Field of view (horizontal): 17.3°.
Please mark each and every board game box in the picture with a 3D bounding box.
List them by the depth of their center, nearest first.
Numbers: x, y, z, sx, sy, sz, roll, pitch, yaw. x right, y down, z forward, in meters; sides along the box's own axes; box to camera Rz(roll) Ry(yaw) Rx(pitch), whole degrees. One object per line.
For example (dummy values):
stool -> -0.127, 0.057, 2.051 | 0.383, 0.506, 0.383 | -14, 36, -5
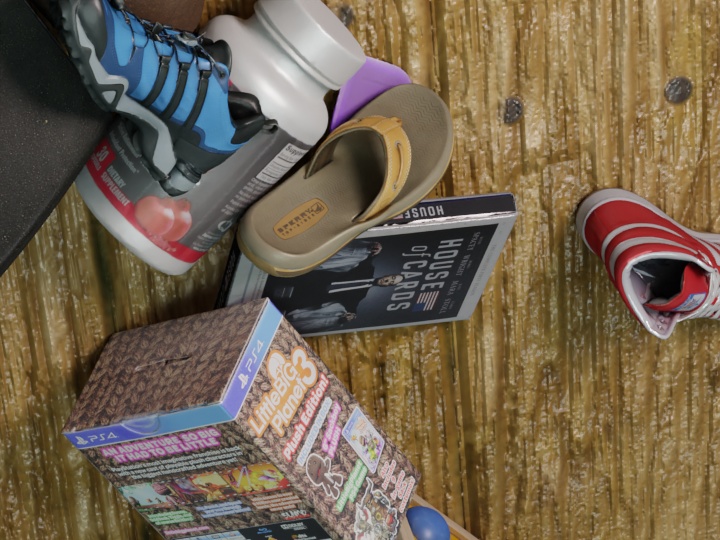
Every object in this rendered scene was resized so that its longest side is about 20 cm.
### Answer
board game box -> -0.084, 0.132, 1.699 | 0.159, 0.097, 0.200 | -12, 130, 38

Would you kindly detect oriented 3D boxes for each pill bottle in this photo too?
pill bottle -> -0.093, -0.102, 1.603 | 0.200, 0.111, 0.111 | -44, 118, 12

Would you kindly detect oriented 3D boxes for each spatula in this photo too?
spatula -> -0.019, -0.058, 1.695 | 0.056, 0.021, 0.201 | 14, 115, -25

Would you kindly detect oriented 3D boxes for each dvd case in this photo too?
dvd case -> 0.000, 0.000, 1.678 | 0.199, 0.025, 0.151 | -5, 151, -16

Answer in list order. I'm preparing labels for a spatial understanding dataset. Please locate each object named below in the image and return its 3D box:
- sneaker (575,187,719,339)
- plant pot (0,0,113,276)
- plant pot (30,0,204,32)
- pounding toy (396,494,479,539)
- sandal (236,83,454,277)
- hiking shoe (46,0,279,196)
sneaker -> 0.256, 0.013, 1.743 | 0.199, 0.113, 0.071 | 21, 112, -22
plant pot -> -0.279, -0.113, 1.519 | 0.177, 0.200, 0.200 | -39, 120, -3
plant pot -> -0.164, -0.234, 1.491 | 0.186, 0.187, 0.201 | -16, 136, -3
pounding toy -> 0.077, 0.268, 1.791 | 0.184, 0.200, 0.142 | 38, 104, -27
sandal -> -0.004, -0.068, 1.598 | 0.200, 0.080, 0.054 | -39, 157, -34
hiking shoe -> -0.128, -0.132, 1.472 | 0.086, 0.075, 0.200 | -31, 144, 3
